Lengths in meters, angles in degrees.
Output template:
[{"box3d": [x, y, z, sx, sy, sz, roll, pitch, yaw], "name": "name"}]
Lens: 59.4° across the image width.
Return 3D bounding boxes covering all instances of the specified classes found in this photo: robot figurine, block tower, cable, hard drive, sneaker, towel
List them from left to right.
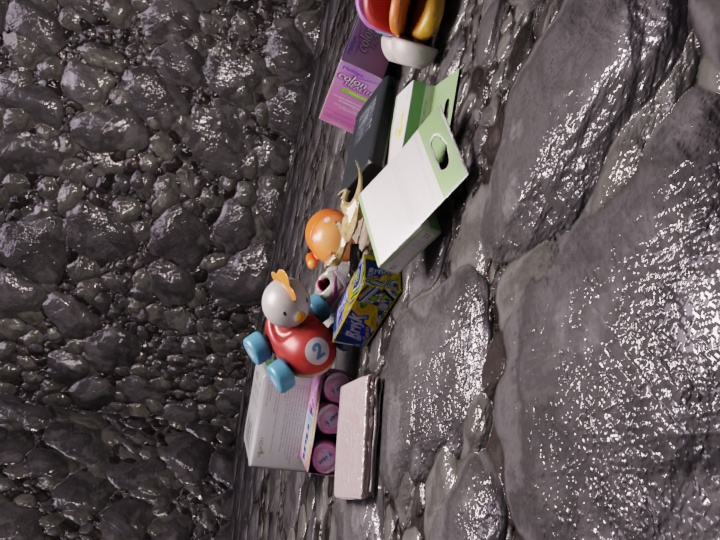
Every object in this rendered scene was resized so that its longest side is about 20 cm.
[{"box3d": [-0.060, 0.051, 1.365, 0.082, 0.086, 0.202, -98, 22, -52], "name": "sneaker"}, {"box3d": [-0.061, -0.077, 1.402, 0.200, 0.141, 0.119, -137, 36, -74], "name": "robot figurine"}, {"box3d": [-0.008, 0.293, 1.102, 0.191, 0.032, 0.204, 135, 142, -66], "name": "towel"}, {"box3d": [0.000, 0.000, 1.174, 0.201, 0.049, 0.099, 99, 178, -56], "name": "cable"}, {"box3d": [0.016, -0.245, 1.186, 0.139, 0.032, 0.203, -39, 35, 57], "name": "hard drive"}, {"box3d": [0.023, -0.068, 1.179, 0.200, 0.057, 0.055, -123, 45, -68], "name": "block tower"}]

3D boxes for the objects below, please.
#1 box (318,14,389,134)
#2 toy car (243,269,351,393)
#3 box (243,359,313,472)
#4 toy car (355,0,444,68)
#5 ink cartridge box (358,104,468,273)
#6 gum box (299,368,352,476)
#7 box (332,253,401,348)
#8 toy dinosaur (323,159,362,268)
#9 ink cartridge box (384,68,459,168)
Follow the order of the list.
[{"box3d": [-0.001, -0.434, 1.371, 0.200, 0.095, 0.179, 125, 164, -62], "name": "box"}, {"box3d": [-0.127, 0.090, 1.206, 0.176, 0.183, 0.202, 40, 150, 37], "name": "toy car"}, {"box3d": [-0.160, 0.320, 1.414, 0.199, 0.168, 0.204, -173, 93, -76], "name": "box"}, {"box3d": [0.065, -0.445, 1.063, 0.200, 0.147, 0.178, -115, 37, -67], "name": "toy car"}, {"box3d": [0.082, -0.114, 0.914, 0.200, 0.047, 0.147, -44, 45, 33], "name": "ink cartridge box"}, {"box3d": [-0.069, 0.295, 1.276, 0.113, 0.065, 0.204, 180, 100, -77], "name": "gum box"}, {"box3d": [0.007, 0.060, 1.120, 0.201, 0.069, 0.065, 117, 160, -50], "name": "box"}, {"box3d": [-0.012, -0.097, 1.064, 0.102, 0.057, 0.203, -97, 22, -62], "name": "toy dinosaur"}, {"box3d": [0.093, -0.234, 1.024, 0.200, 0.047, 0.149, 179, 101, -79], "name": "ink cartridge box"}]
